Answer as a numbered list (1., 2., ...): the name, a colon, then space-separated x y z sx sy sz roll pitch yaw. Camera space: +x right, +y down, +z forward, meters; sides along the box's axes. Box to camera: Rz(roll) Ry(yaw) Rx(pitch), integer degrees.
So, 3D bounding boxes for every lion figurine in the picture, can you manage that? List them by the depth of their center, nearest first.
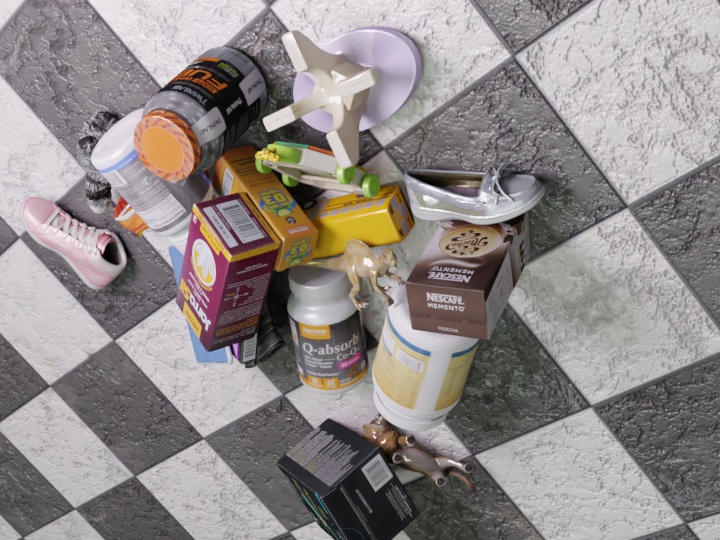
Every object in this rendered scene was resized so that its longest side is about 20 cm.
1. lion figurine: 0.093 0.310 1.852 0.199 0.073 0.122 35 166 -8

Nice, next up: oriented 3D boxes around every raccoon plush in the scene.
1. raccoon plush: -0.357 -0.167 1.752 0.132 0.098 0.201 14 145 7

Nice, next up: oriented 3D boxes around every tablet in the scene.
1. tablet: -0.254 0.051 1.783 0.129 0.013 0.204 -7 98 57

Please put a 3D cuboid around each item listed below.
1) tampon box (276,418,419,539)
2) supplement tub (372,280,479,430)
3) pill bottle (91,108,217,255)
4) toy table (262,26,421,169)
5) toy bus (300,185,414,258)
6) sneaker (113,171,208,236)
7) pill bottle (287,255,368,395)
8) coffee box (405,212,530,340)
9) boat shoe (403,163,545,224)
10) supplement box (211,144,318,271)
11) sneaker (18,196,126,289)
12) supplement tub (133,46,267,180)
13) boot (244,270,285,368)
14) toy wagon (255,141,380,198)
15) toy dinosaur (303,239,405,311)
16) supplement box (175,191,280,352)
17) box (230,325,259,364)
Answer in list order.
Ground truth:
1. tampon box: -0.023 0.360 1.860 0.151 0.126 0.199 59 163 -20
2. supplement tub: 0.095 0.125 1.667 0.143 0.145 0.202 23 131 11
3. pill bottle: -0.285 -0.124 1.630 0.112 0.115 0.201 -16 127 35
4. toy table: -0.028 -0.238 1.473 0.199 0.117 0.185 -32 94 36
5. toy bus: -0.019 -0.068 1.632 0.197 0.079 0.066 -10 118 33
6. sneaker: -0.303 -0.115 1.771 0.198 0.074 0.077 -21 139 37
7. pill bottle: -0.052 0.082 1.735 0.114 0.117 0.203 8 127 23
8. coffee box: 0.148 -0.003 1.508 0.111 0.201 0.081 6 127 23
9. boat shoe: 0.151 -0.109 1.517 0.199 0.075 0.065 3 130 35
10. supplement box: -0.139 -0.092 1.625 0.201 0.066 0.069 52 141 29
11. sneaker: -0.472 -0.060 1.883 0.104 0.076 0.200 -23 118 43
12. supplement tub: -0.221 -0.215 1.551 0.121 0.201 0.124 13 129 17
13. boot: -0.152 0.064 1.776 0.133 0.069 0.200 61 146 16
14. toy wagon: -0.070 -0.143 1.544 0.153 0.040 0.199 10 173 32
15. toy dinosaur: 0.000 0.000 1.606 0.198 0.058 0.102 -3 122 44
16. supplement box: -0.193 0.004 1.608 0.111 0.085 0.202 51 141 30
17. box: -0.223 0.033 1.772 0.200 0.036 0.145 40 134 42
